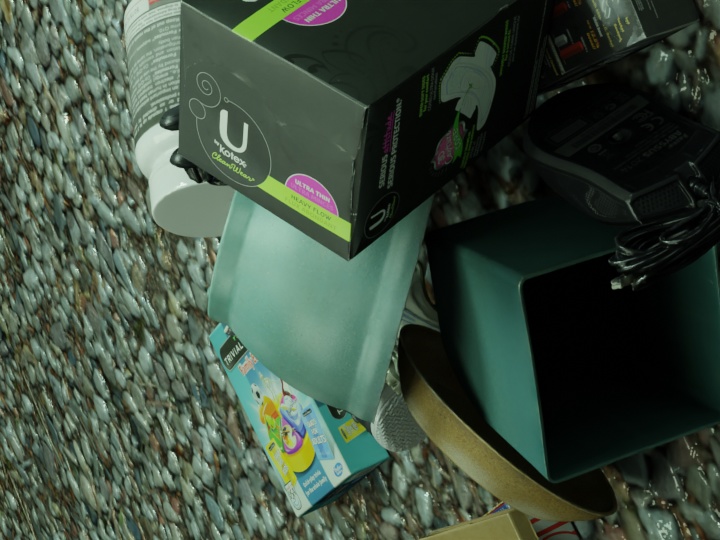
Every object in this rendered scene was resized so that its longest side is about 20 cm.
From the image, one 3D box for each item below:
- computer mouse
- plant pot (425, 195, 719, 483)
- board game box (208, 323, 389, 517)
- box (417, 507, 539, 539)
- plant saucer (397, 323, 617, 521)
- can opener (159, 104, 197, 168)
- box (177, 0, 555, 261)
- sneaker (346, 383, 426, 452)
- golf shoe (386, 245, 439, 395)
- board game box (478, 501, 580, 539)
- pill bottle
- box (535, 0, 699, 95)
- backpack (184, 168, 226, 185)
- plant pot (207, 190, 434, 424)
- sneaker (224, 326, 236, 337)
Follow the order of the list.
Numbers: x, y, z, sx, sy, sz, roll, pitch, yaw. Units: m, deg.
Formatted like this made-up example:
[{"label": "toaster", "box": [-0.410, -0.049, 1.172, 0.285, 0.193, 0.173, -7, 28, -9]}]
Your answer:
[{"label": "computer mouse", "box": [0.173, -0.054, 1.144, 0.200, 0.138, 0.053, 44, 162, 53]}, {"label": "plant pot", "box": [0.132, 0.025, 1.242, 0.200, 0.141, 0.141, -147, 43, -62]}, {"label": "board game box", "box": [-0.062, 0.117, 1.730, 0.200, 0.047, 0.151, 62, 151, 12]}, {"label": "box", "box": [0.126, 0.288, 1.442, 0.200, 0.021, 0.163, 65, 151, 4]}, {"label": "plant saucer", "box": [0.096, 0.117, 1.317, 0.035, 0.200, 0.200, -51, 55, 13]}, {"label": "can opener", "box": [-0.041, -0.118, 1.256, 0.079, 0.200, 0.063, -166, 64, -72]}, {"label": "box", "box": [0.004, -0.130, 1.144, 0.148, 0.200, 0.124, 31, 138, 24]}, {"label": "sneaker", "box": [-0.004, 0.051, 1.554, 0.114, 0.075, 0.200, 14, 120, 58]}, {"label": "golf shoe", "box": [0.000, 0.000, 1.439, 0.200, 0.097, 0.078, 45, -177, -25]}, {"label": "board game box", "box": [0.129, 0.272, 1.501, 0.152, 0.046, 0.200, 62, 151, 11]}, {"label": "pill bottle", "box": [-0.137, -0.136, 1.552, 0.114, 0.114, 0.200, 123, 144, -57]}, {"label": "box", "box": [0.119, -0.224, 1.177, 0.158, 0.050, 0.200, -22, 89, 62]}, {"label": "backpack", "box": [-0.022, -0.135, 1.397, 0.200, 0.135, 0.183, 19, 133, 14]}, {"label": "plant pot", "box": [-0.029, -0.008, 1.282, 0.200, 0.134, 0.200, 15, -90, -89]}, {"label": "sneaker", "box": [-0.080, -0.035, 1.573, 0.076, 0.080, 0.200, 109, 159, -64]}]
